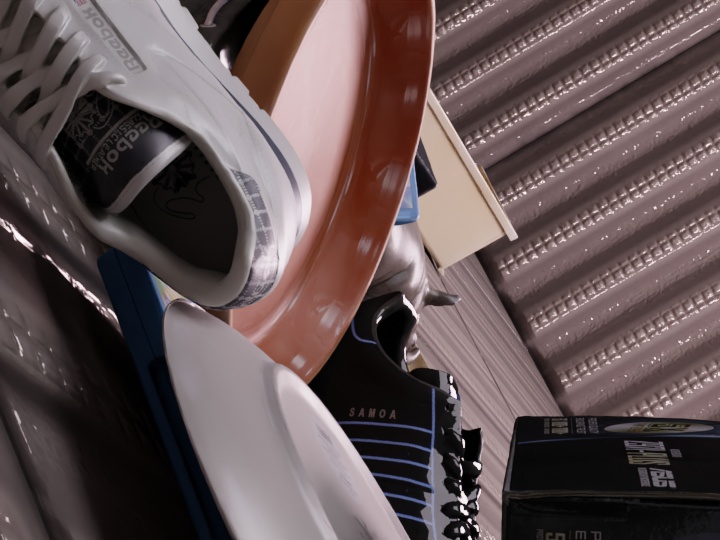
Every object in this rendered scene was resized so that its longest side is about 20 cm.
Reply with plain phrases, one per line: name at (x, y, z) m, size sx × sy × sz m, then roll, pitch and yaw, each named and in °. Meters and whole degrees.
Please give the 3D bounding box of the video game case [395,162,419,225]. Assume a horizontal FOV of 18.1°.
video game case at (-0.041, -0.119, 1.018) m, size 0.143 × 0.018 × 0.201 m, roll -3°, pitch 84°, yaw -41°

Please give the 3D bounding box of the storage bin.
storage bin at (0.064, -0.131, 2.419) m, size 0.200 × 0.093 × 0.199 m, roll 56°, pitch 7°, yaw -28°

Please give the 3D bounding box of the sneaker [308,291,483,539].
sneaker at (0.022, 0.096, 0.966) m, size 0.201 × 0.078 × 0.070 m, roll 63°, pitch 6°, yaw 31°

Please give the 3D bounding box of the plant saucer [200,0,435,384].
plant saucer at (-0.022, -0.043, 0.914) m, size 0.032 × 0.201 × 0.200 m, roll 18°, pitch -7°, yaw 16°

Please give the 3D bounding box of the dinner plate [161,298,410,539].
dinner plate at (-0.003, 0.093, 0.711) m, size 0.201 × 0.024 × 0.200 m, roll 59°, pitch 5°, yaw -8°

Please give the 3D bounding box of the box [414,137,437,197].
box at (-0.056, -0.116, 1.215) m, size 0.200 × 0.106 × 0.122 m, roll 58°, pitch 7°, yaw -17°

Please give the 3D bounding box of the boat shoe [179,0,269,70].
boat shoe at (-0.044, -0.089, 0.922) m, size 0.200 × 0.057 × 0.067 m, roll -25°, pitch 126°, yaw -61°

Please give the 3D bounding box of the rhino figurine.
rhino figurine at (0.000, 0.000, 1.151) m, size 0.060 × 0.088 × 0.200 m, roll 19°, pitch -19°, yaw 30°

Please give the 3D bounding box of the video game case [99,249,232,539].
video game case at (-0.024, 0.098, 0.767) m, size 0.143 × 0.018 × 0.200 m, roll 55°, pitch 8°, yaw -51°

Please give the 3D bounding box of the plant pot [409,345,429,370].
plant pot at (0.011, 0.048, 1.378) m, size 0.201 × 0.027 × 0.200 m, roll 60°, pitch 6°, yaw -10°

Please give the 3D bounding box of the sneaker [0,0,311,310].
sneaker at (-0.094, -0.070, 0.721) m, size 0.200 × 0.076 × 0.081 m, roll 43°, pitch 17°, yaw -5°

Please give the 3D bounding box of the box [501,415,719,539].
box at (0.085, 0.155, 0.712) m, size 0.164 × 0.086 × 0.201 m, roll -29°, pitch 121°, yaw -84°
